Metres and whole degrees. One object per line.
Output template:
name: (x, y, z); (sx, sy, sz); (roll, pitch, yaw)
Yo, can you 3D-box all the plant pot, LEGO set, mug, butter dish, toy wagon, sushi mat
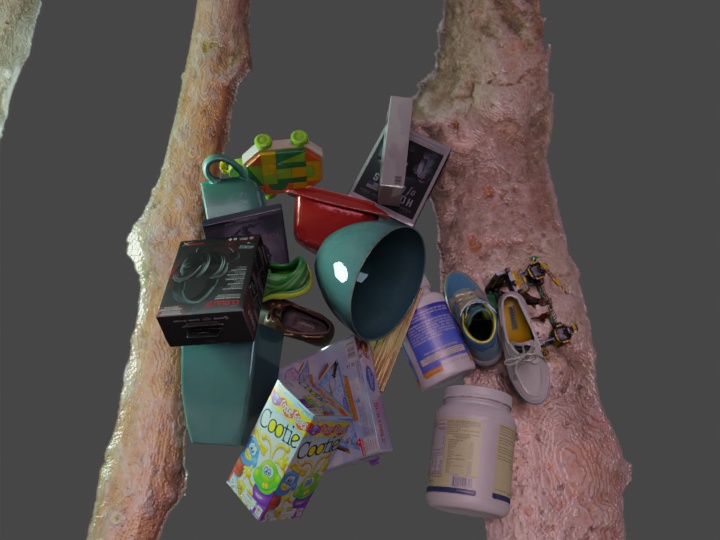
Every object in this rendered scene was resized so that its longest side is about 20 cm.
plant pot: (-0.225, 0.198, 1.300); (0.139, 0.141, 0.203); (0, 78, 13)
LEGO set: (0.324, 0.065, 1.412); (0.151, 0.116, 0.203); (-9, 71, -7)
mug: (-0.229, -0.108, 1.400); (0.113, 0.186, 0.153); (-11, 54, -11)
butter dish: (-0.052, -0.069, 1.420); (0.197, 0.200, 0.150); (14, 93, 0)
toy wagon: (-0.170, -0.196, 1.451); (0.197, 0.156, 0.040); (-7, 56, -6)
sushi mat: (0.036, 0.112, 1.335); (0.095, 0.012, 0.202); (16, 73, 26)
plant pot: (0.000, 0.000, 1.283); (0.134, 0.201, 0.201); (24, 67, 34)

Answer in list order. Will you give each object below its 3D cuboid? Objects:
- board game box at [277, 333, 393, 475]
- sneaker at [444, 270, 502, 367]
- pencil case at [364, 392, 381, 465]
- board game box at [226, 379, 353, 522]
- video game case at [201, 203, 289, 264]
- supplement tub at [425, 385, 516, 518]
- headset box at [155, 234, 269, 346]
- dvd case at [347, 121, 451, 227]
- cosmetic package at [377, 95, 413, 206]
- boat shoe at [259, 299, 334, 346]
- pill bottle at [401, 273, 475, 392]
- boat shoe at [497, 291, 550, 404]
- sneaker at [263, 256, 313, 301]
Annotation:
board game box: (-0.051, 0.238, 1.295); (0.198, 0.041, 0.203); (-26, 65, 32)
sneaker: (0.205, 0.065, 1.385); (0.079, 0.131, 0.202); (-23, 61, 0)
pencil case: (0.007, 0.244, 1.345); (0.085, 0.083, 0.203); (18, 67, -35)
board game box: (-0.117, 0.295, 1.241); (0.105, 0.102, 0.202); (35, 102, 38)
video game case: (-0.202, -0.030, 1.368); (0.141, 0.201, 0.019); (-13, 50, -10)
supplement tub: (0.193, 0.312, 1.297); (0.143, 0.145, 0.203); (10, 69, 0)
headset box: (-0.241, 0.038, 1.247); (0.147, 0.078, 0.201); (-4, 42, 9)
dvd case: (0.080, -0.197, 1.542); (0.149, 0.025, 0.202); (25, 69, 6)
cosmetic package: (0.068, -0.238, 1.500); (0.050, 0.083, 0.203); (6, 68, 2)
boat shoe: (-0.143, 0.086, 1.397); (0.197, 0.070, 0.071); (13, 73, 2)
pill bottle: (0.122, 0.110, 1.385); (0.111, 0.112, 0.202); (-19, 73, -11)
boat shoe: (0.284, 0.135, 1.312); (0.074, 0.086, 0.205); (-12, 85, 13)
sneaker: (-0.186, 0.018, 1.368); (0.197, 0.084, 0.074); (-16, 34, -11)
